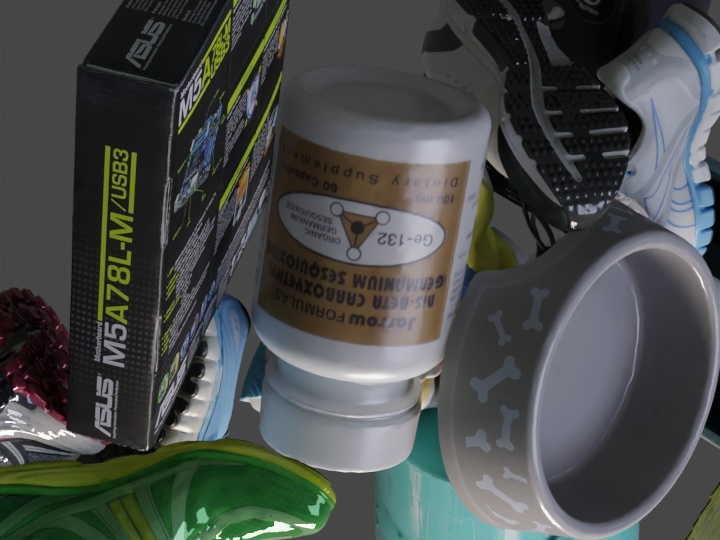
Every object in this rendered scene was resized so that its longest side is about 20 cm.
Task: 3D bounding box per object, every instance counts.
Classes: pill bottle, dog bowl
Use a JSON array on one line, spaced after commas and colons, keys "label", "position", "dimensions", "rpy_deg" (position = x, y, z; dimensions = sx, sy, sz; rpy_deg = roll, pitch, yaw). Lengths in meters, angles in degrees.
[{"label": "pill bottle", "position": [0.000, 0.000, 0.966], "dimensions": [0.114, 0.114, 0.202], "rpy_deg": [-21, 125, -53]}, {"label": "dog bowl", "position": [0.131, 0.058, 1.004], "dimensions": [0.199, 0.058, 0.202], "rpy_deg": [-18, 116, -42]}]

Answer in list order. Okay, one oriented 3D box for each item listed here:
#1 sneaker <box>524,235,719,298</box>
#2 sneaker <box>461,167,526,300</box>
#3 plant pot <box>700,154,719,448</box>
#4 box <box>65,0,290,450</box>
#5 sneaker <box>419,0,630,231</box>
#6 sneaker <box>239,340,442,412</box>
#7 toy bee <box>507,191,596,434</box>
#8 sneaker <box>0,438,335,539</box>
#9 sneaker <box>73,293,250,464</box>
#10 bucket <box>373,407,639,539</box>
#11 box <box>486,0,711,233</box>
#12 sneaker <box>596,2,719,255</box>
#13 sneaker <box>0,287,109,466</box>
[{"label": "sneaker", "position": [0.211, 0.011, 1.335], "dimensions": [0.198, 0.076, 0.089], "rpy_deg": [5, 143, -27]}, {"label": "sneaker", "position": [0.043, -0.002, 1.131], "dimensions": [0.105, 0.075, 0.200], "rpy_deg": [-51, 147, -15]}, {"label": "plant pot", "position": [0.300, 0.030, 1.506], "dimensions": [0.197, 0.195, 0.200], "rpy_deg": [-60, 163, 3]}, {"label": "box", "position": [-0.076, -0.056, 0.792], "dimensions": [0.201, 0.047, 0.194], "rpy_deg": [-70, 169, -50]}, {"label": "sneaker", "position": [0.088, -0.087, 0.996], "dimensions": [0.073, 0.201, 0.080], "rpy_deg": [2, 133, -23]}, {"label": "sneaker", "position": [0.002, 0.057, 1.105], "dimensions": [0.199, 0.081, 0.077], "rpy_deg": [-8, 127, -57]}, {"label": "toy bee", "position": [0.110, 0.040, 1.113], "dimensions": [0.108, 0.201, 0.131], "rpy_deg": [-27, -162, 21]}, {"label": "sneaker", "position": [-0.108, 0.132, 0.866], "dimensions": [0.074, 0.198, 0.084], "rpy_deg": [79, 4, -65]}, {"label": "sneaker", "position": [-0.103, 0.100, 0.965], "dimensions": [0.090, 0.078, 0.201], "rpy_deg": [-12, 128, -61]}, {"label": "bucket", "position": [0.100, 0.126, 1.229], "dimensions": [0.207, 0.206, 0.136], "rpy_deg": [-42, 145, -32]}, {"label": "box", "position": [0.141, -0.143, 1.112], "dimensions": [0.122, 0.106, 0.201], "rpy_deg": [-37, 146, -37]}, {"label": "sneaker", "position": [0.161, -0.064, 1.056], "dimensions": [0.086, 0.075, 0.201], "rpy_deg": [-28, 140, -18]}, {"label": "sneaker", "position": [-0.179, 0.053, 0.790], "dimensions": [0.074, 0.081, 0.200], "rpy_deg": [-32, 161, 14]}]
